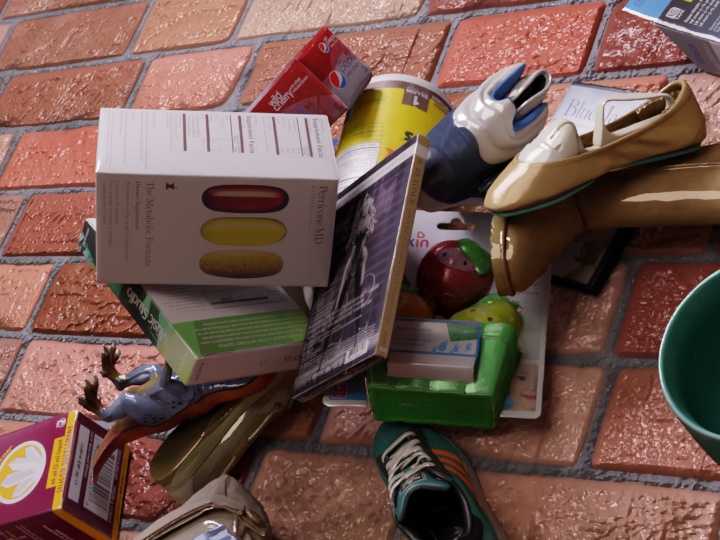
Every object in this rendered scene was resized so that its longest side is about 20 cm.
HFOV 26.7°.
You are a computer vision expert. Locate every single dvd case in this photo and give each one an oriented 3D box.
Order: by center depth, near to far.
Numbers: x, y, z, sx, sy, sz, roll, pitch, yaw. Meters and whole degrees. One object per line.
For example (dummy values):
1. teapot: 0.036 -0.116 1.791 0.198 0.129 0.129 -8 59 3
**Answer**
1. dvd case: 0.000 0.000 1.266 0.148 0.016 0.202 -33 40 56
2. dvd case: 0.201 -0.078 1.358 0.142 0.018 0.201 16 70 46

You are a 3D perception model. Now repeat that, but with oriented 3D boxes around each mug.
1. mug: 0.313 0.085 1.067 0.184 0.114 0.153 27 77 47

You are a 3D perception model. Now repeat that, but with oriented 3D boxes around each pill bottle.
1. pill bottle: 0.025 -0.079 1.434 0.108 0.109 0.202 -11 53 33

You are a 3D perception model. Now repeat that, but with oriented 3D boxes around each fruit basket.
1. fruit basket: 0.069 0.029 1.287 0.183 0.094 0.202 4 64 10

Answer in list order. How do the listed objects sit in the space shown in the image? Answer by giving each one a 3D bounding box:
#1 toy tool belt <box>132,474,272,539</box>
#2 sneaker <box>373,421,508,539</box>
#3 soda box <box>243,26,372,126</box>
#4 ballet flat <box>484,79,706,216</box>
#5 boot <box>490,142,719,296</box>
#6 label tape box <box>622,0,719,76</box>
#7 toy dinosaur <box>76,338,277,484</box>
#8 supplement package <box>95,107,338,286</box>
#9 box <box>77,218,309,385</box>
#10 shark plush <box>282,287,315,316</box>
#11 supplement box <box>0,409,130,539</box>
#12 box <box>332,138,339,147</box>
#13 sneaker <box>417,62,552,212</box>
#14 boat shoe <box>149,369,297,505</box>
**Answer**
1. toy tool belt: -0.148 0.281 1.288 0.200 0.125 0.123 -44 33 3
2. sneaker: 0.055 0.176 1.231 0.071 0.080 0.200 -42 41 4
3. soda box: -0.073 -0.146 1.474 0.200 0.070 0.064 -40 11 46
4. ballet flat: 0.184 -0.104 1.224 0.198 0.064 0.069 -20 21 -14
5. boot: 0.215 -0.048 1.235 0.198 0.067 0.176 -2 38 24
6. label tape box: 0.352 -0.241 1.327 0.145 0.063 0.200 -52 42 -6
7. toy dinosaur: -0.161 0.109 1.412 0.180 0.202 0.105 10 32 14
8. supplement package: -0.124 -0.062 1.291 0.198 0.115 0.110 0 35 -8
9. box: -0.141 0.020 1.340 0.200 0.143 0.037 46 126 36
10. shark plush: -0.070 -0.043 1.427 0.090 0.202 0.083 -3 13 21
11. supplement box: -0.336 0.227 1.509 0.199 0.086 0.111 -19 48 27
12. box: -0.099 -0.062 1.551 0.120 0.033 0.201 -8 35 35
13. sneaker: 0.128 -0.125 1.331 0.146 0.200 0.081 -38 84 32
14. boat shoe: -0.109 0.137 1.425 0.201 0.063 0.073 -48 28 -12
